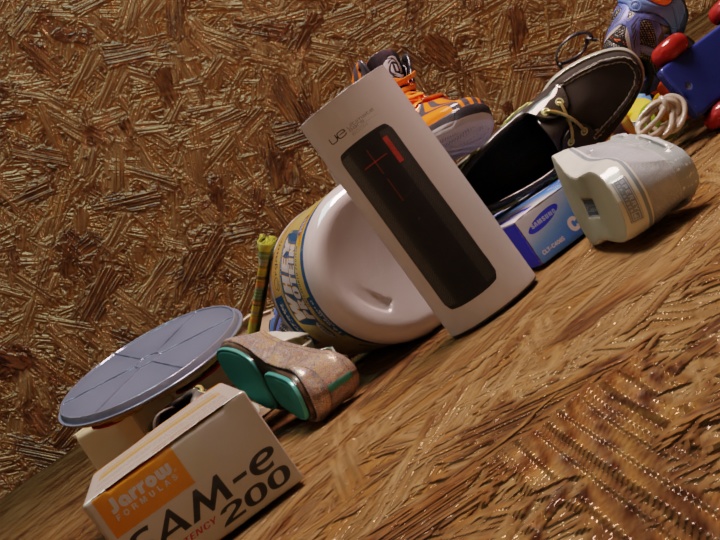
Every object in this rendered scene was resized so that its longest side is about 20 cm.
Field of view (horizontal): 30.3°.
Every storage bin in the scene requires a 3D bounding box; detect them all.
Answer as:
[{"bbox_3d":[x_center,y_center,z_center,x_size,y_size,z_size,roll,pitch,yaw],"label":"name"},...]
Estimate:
[{"bbox_3d":[-0.180,0.145,1.412,0.198,0.094,0.200,-36,3,-31],"label":"storage bin"}]

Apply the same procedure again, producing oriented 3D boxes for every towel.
[{"bbox_3d":[-0.106,0.067,1.245,0.086,0.018,0.200,-81,2,-84],"label":"towel"}]

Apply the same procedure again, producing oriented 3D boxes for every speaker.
[{"bbox_3d":[0.042,-0.053,0.998,0.081,0.200,0.081,-36,3,2],"label":"speaker"}]

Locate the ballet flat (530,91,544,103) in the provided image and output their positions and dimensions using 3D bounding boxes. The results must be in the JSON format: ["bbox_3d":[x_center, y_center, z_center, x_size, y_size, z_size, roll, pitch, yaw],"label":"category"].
[{"bbox_3d":[0.168,-0.114,1.245,0.072,0.072,0.200,-37,-15,-22],"label":"ballet flat"}]

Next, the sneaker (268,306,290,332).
[{"bbox_3d":[-0.027,0.025,1.318,0.078,0.075,0.200,19,84,63],"label":"sneaker"}]

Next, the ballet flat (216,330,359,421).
[{"bbox_3d":[-0.057,0.084,1.124,0.067,0.068,0.200,-31,21,-20],"label":"ballet flat"}]

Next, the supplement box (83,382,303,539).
[{"bbox_3d":[-0.121,0.145,0.936,0.126,0.074,0.200,-36,3,-9],"label":"supplement box"}]

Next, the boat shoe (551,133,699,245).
[{"bbox_3d":[0.185,-0.060,0.921,0.071,0.070,0.201,-24,7,0],"label":"boat shoe"}]

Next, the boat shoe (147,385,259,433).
[{"bbox_3d":[-0.154,0.141,1.181,0.201,0.060,0.072,-30,40,59],"label":"boat shoe"}]

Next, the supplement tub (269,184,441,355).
[{"bbox_3d":[0.000,0.000,1.178,0.145,0.145,0.200,-36,3,-18],"label":"supplement tub"}]

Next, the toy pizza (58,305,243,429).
[{"bbox_3d":[-0.197,0.098,1.274,0.200,0.032,0.200,-26,16,8],"label":"toy pizza"}]

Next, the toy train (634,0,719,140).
[{"bbox_3d":[0.268,-0.143,1.135,0.200,0.085,0.116,-37,-7,-18],"label":"toy train"}]

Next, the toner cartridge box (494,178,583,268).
[{"bbox_3d":[0.139,-0.034,1.136,0.095,0.043,0.200,-37,3,-17],"label":"toner cartridge box"}]

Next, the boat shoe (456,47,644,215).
[{"bbox_3d":[0.159,-0.112,1.128,0.201,0.072,0.061,-40,5,12],"label":"boat shoe"}]

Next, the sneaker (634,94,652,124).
[{"bbox_3d":[0.288,-0.189,1.443,0.078,0.090,0.200,-36,4,-14],"label":"sneaker"}]

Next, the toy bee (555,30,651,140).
[{"bbox_3d":[0.232,-0.134,1.321,0.131,0.109,0.200,-43,-23,12],"label":"toy bee"}]

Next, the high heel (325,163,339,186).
[{"bbox_3d":[0.057,-0.076,1.281,0.096,0.200,0.067,-44,-4,-38],"label":"high heel"}]

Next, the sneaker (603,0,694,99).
[{"bbox_3d":[0.267,-0.195,1.239,0.079,0.075,0.200,-56,-34,-4],"label":"sneaker"}]

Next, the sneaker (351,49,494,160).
[{"bbox_3d":[0.038,-0.141,1.136,0.077,0.112,0.200,-10,-5,-29],"label":"sneaker"}]
